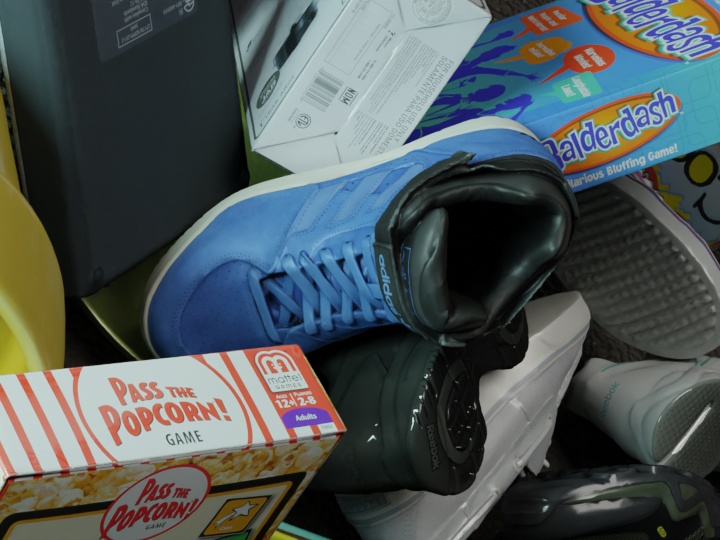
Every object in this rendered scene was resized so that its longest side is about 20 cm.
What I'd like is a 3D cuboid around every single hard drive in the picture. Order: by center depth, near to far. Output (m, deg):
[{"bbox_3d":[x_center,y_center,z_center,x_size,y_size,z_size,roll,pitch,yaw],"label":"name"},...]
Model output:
[{"bbox_3d":[-0.104,-0.106,1.089,0.139,0.033,0.201,-37,127,-53],"label":"hard drive"}]

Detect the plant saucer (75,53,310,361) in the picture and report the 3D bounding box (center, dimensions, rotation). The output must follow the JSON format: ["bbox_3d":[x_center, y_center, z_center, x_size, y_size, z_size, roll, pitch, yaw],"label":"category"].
[{"bbox_3d":[-0.072,-0.017,1.194,0.199,0.031,0.201,20,52,-27],"label":"plant saucer"}]

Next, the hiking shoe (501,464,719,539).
[{"bbox_3d":[0.144,0.151,1.207,0.199,0.075,0.101,17,72,-42],"label":"hiking shoe"}]

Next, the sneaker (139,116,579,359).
[{"bbox_3d":[0.000,-0.001,1.081,0.199,0.111,0.077,-21,108,-3],"label":"sneaker"}]

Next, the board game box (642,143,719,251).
[{"bbox_3d":[0.229,-0.097,1.355,0.103,0.200,0.105,-23,79,-44],"label":"board game box"}]

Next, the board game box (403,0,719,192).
[{"bbox_3d":[0.098,-0.086,1.212,0.152,0.199,0.045,-118,-171,-67],"label":"board game box"}]

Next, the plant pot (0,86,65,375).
[{"bbox_3d":[-0.211,-0.013,0.982,0.200,0.201,0.189,27,35,-22],"label":"plant pot"}]

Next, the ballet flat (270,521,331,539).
[{"bbox_3d":[-0.071,0.124,1.086,0.199,0.067,0.067,30,70,-22],"label":"ballet flat"}]

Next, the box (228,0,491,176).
[{"bbox_3d":[-0.006,-0.128,1.200,0.060,0.117,0.200,29,19,-20],"label":"box"}]

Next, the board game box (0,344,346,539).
[{"bbox_3d":[-0.114,0.114,0.955,0.151,0.200,0.046,-4,51,-40],"label":"board game box"}]

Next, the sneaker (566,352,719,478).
[{"bbox_3d":[0.185,0.070,1.306,0.080,0.071,0.200,25,8,39],"label":"sneaker"}]

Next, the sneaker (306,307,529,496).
[{"bbox_3d":[0.020,0.036,1.154,0.076,0.090,0.200,69,25,-20],"label":"sneaker"}]

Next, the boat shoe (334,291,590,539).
[{"bbox_3d":[0.061,0.079,1.213,0.200,0.072,0.069,-46,115,-51],"label":"boat shoe"}]

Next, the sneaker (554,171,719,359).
[{"bbox_3d":[0.138,-0.038,1.310,0.200,0.073,0.114,44,35,23],"label":"sneaker"}]
